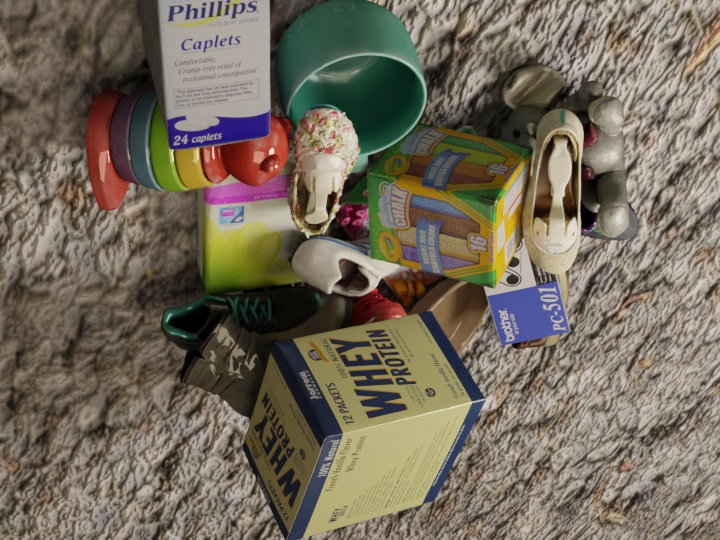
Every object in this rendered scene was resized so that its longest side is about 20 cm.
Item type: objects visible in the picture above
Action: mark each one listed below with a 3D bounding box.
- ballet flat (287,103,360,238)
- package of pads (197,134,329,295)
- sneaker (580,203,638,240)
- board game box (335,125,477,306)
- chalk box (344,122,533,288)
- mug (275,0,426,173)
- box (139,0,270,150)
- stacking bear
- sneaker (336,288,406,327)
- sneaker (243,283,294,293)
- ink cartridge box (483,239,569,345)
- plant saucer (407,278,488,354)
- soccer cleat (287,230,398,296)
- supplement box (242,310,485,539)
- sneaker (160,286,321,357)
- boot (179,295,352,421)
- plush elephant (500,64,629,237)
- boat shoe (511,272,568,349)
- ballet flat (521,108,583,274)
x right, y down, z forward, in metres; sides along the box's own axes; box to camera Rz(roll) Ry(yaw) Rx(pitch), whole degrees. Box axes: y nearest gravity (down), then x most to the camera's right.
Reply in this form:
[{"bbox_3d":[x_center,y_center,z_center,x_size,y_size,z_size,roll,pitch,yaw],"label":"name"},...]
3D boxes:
[{"bbox_3d":[-0.039,-0.097,1.370,0.075,0.064,0.200,2,154,-4],"label":"ballet flat"},{"bbox_3d":[-0.110,-0.068,1.512,0.154,0.068,0.200,-8,136,-15],"label":"package of pads"},{"bbox_3d":[0.294,-0.066,1.664,0.200,0.088,0.074,23,119,-36],"label":"sneaker"},{"bbox_3d":[0.095,-0.062,1.631,0.200,0.026,0.200,-31,134,8],"label":"board game box"},{"bbox_3d":[0.082,-0.082,1.479,0.199,0.125,0.124,15,131,20],"label":"chalk box"},{"bbox_3d":[-0.022,-0.203,1.389,0.152,0.115,0.185,13,136,-32],"label":"mug"},{"bbox_3d":[-0.153,-0.253,1.247,0.105,0.184,0.200,-9,133,-13],"label":"box"},{"bbox_3d":[-0.170,-0.130,1.339,0.199,0.122,0.114,4,136,13],"label":"stacking bear"},{"bbox_3d":[0.002,0.043,1.609,0.078,0.116,0.200,-6,164,-19],"label":"sneaker"},{"bbox_3d":[-0.067,0.088,1.590,0.074,0.200,0.079,-34,156,-5],"label":"sneaker"},{"bbox_3d":[0.201,0.002,1.650,0.094,0.044,0.200,-12,128,10],"label":"ink cartridge box"},{"bbox_3d":[0.096,0.083,1.704,0.200,0.029,0.200,-39,152,-25],"label":"plant saucer"},{"bbox_3d":[0.000,0.000,1.532,0.200,0.086,0.070,-3,128,-51],"label":"soccer cleat"},{"bbox_3d":[-0.002,0.173,1.448,0.199,0.134,0.200,-10,141,-28],"label":"supplement box"},{"bbox_3d":[-0.145,0.059,1.528,0.199,0.078,0.091,-14,161,14],"label":"sneaker"},{"bbox_3d":[-0.111,0.085,1.483,0.130,0.068,0.200,34,110,-19],"label":"boot"},{"bbox_3d":[0.230,-0.151,1.526,0.154,0.200,0.165,-4,121,10],"label":"plush elephant"},{"bbox_3d":[0.231,0.035,1.745,0.072,0.072,0.200,-14,140,-11],"label":"boat shoe"},{"bbox_3d":[0.213,-0.078,1.437,0.067,0.062,0.201,-1,115,6],"label":"ballet flat"}]
